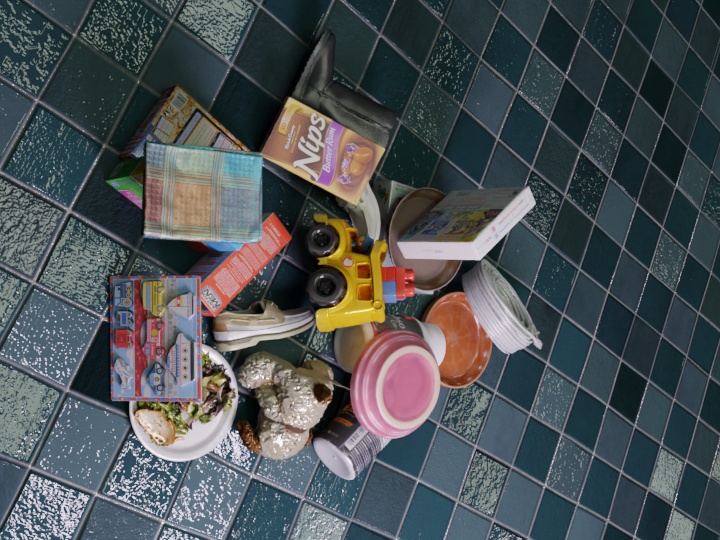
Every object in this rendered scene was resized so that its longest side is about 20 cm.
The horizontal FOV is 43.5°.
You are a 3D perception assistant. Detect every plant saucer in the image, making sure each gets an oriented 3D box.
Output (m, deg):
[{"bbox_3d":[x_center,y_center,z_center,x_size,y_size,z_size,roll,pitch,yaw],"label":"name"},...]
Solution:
[{"bbox_3d":[0.123,-0.060,1.755,0.200,0.032,0.201,1,89,-37],"label":"plant saucer"},{"bbox_3d":[0.074,0.209,1.641,0.200,0.051,0.201,-4,96,-37],"label":"plant saucer"},{"bbox_3d":[0.195,0.144,1.884,0.200,0.032,0.201,1,89,-38],"label":"plant saucer"}]

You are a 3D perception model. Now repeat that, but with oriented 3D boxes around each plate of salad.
[{"bbox_3d":[-0.288,0.220,1.508,0.200,0.048,0.201,1,88,-37],"label":"plate of salad"}]

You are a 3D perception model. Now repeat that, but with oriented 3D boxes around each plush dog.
[{"bbox_3d":[-0.123,0.253,1.579,0.200,0.160,0.172,14,104,-42],"label":"plush dog"}]

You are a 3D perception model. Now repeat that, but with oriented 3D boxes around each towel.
[{"bbox_3d":[-0.236,-0.117,1.377,0.200,0.022,0.147,2,89,-37],"label":"towel"}]

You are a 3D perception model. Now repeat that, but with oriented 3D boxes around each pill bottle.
[{"bbox_3d":[0.058,0.142,1.728,0.200,0.116,0.116,6,86,-37],"label":"pill bottle"},{"bbox_3d":[0.012,0.289,1.698,0.200,0.106,0.106,-42,114,-30],"label":"pill bottle"}]

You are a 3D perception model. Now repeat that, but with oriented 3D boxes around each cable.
[{"bbox_3d":[0.286,0.076,1.875,0.200,0.069,0.200,28,34,-55],"label":"cable"}]

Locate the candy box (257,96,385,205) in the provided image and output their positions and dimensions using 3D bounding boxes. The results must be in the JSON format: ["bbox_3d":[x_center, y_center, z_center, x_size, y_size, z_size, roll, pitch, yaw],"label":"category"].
[{"bbox_3d":[-0.071,-0.213,1.619,0.200,0.056,0.117,26,93,-15],"label":"candy box"}]

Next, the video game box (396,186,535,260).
[{"bbox_3d":[0.194,-0.087,1.665,0.182,0.200,0.047,-40,115,-31],"label":"video game box"}]

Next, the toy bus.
[{"bbox_3d":[0.000,0.000,1.611,0.191,0.136,0.201,-5,74,4],"label":"toy bus"}]

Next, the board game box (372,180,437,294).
[{"bbox_3d":[0.084,-0.063,1.783,0.147,0.064,0.201,14,83,-37],"label":"board game box"}]

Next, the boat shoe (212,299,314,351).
[{"bbox_3d":[-0.166,0.086,1.584,0.200,0.075,0.069,-14,99,-38],"label":"boat shoe"}]

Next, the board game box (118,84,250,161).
[{"bbox_3d":[-0.281,-0.187,1.517,0.200,0.046,0.152,42,65,-29],"label":"board game box"}]

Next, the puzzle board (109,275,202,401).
[{"bbox_3d":[-0.327,0.108,1.435,0.017,0.150,0.201,-4,93,-81],"label":"puzzle board"}]

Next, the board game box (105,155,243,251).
[{"bbox_3d":[-0.292,-0.104,1.443,0.200,0.153,0.040,40,68,-29],"label":"board game box"}]

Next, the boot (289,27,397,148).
[{"bbox_3d":[-0.017,-0.330,1.674,0.200,0.066,0.165,26,85,-13],"label":"boot"}]

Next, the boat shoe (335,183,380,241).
[{"bbox_3d":[-0.018,-0.142,1.706,0.069,0.071,0.201,-14,88,-36],"label":"boat shoe"}]

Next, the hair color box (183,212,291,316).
[{"bbox_3d":[-0.220,-0.012,1.528,0.200,0.101,0.061,-47,116,-27],"label":"hair color box"}]
